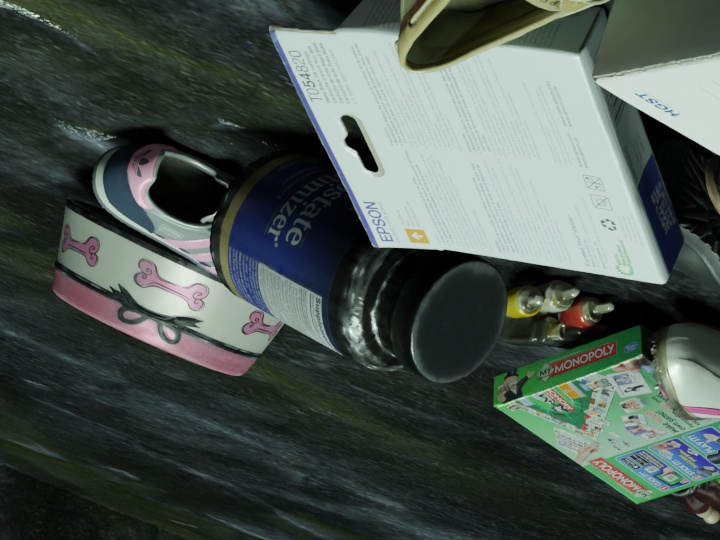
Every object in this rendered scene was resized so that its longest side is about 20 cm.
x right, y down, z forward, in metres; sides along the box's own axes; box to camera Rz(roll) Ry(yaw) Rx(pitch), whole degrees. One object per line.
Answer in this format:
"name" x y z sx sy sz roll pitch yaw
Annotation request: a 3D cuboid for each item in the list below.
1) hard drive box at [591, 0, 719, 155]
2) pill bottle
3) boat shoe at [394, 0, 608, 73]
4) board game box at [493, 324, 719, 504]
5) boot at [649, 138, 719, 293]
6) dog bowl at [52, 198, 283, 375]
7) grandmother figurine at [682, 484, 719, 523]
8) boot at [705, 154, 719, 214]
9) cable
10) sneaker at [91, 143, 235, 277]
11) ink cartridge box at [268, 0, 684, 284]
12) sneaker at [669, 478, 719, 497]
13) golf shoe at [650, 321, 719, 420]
"hard drive box" 0.236 -0.103 1.164 0.156 0.077 0.200 26 162 -31
"pill bottle" 0.000 0.000 1.630 0.200 0.112 0.112 27 176 43
"boat shoe" 0.079 -0.143 1.215 0.073 0.063 0.201 24 164 -27
"board game box" 0.213 0.113 1.875 0.134 0.029 0.200 -21 142 32
"boot" 0.149 -0.030 1.540 0.200 0.066 0.165 -2 148 43
"dog bowl" -0.153 0.016 1.921 0.200 0.074 0.200 24 -178 -1
"grandmother figurine" 0.332 0.193 2.182 0.200 0.061 0.121 23 137 -13
"boot" 0.296 -0.032 1.409 0.200 0.075 0.097 25 146 -30
"cable" 0.117 0.032 1.873 0.097 0.050 0.200 10 176 -31
"sneaker" -0.096 -0.034 1.790 0.200 0.070 0.082 23 166 -27
"ink cartridge box" 0.069 -0.078 1.405 0.200 0.041 0.200 8 145 29
"sneaker" 0.276 0.153 2.034 0.071 0.083 0.200 4 161 40
"golf shoe" 0.288 0.078 1.796 0.092 0.073 0.200 -19 152 36
